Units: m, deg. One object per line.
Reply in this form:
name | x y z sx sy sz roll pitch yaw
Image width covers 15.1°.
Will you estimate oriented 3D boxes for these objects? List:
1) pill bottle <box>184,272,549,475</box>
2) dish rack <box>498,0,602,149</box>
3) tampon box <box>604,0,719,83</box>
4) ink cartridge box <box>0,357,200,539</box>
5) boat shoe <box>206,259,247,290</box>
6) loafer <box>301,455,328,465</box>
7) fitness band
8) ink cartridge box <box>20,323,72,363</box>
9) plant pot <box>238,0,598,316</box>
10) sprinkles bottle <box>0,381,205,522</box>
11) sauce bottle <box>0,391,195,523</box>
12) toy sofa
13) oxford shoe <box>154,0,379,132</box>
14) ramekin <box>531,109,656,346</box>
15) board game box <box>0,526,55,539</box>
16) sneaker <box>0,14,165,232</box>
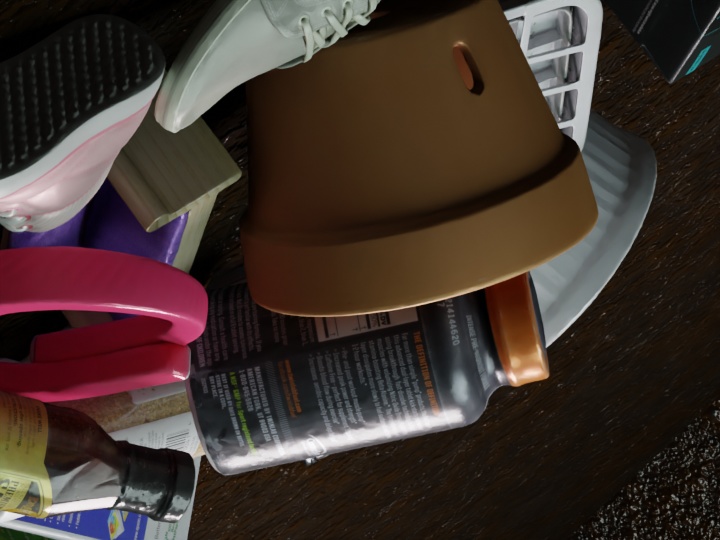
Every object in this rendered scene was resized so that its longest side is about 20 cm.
pill bottle | 0.005 0.046 1.539 0.199 0.107 0.106 -12 167 6
dish rack | 0.046 -0.100 1.653 0.199 0.044 0.172 -19 144 -17
tampon box | 0.242 -0.235 1.634 0.199 0.126 0.150 -31 166 -23
ink cartridge box | -0.179 0.113 1.640 0.037 0.095 0.199 -1 165 43
boat shoe | 0.000 0.001 1.632 0.200 0.070 0.072 -13 -150 1
loafer | -0.026 0.051 1.815 0.072 0.201 0.073 -10 129 2
fitness band | -0.173 0.028 1.446 0.199 0.038 0.143 -12 155 35
ink cartridge box | -0.171 0.092 1.792 0.200 0.083 0.147 -37 166 4
plant pot | 0.019 -0.075 1.490 0.199 0.141 0.200 -13 -165 4
sprinkles bottle | -0.151 0.094 1.598 0.199 0.068 0.068 -14 155 -45
sauce bottle | -0.186 0.099 1.474 0.199 0.066 0.066 14 141 -23
toy sofa | -0.140 -0.020 1.509 0.097 0.083 0.200 -31 165 -24
oxford shoe | -0.025 -0.139 1.381 0.200 0.058 0.075 -45 175 -14
ramekin | 0.095 -0.035 1.824 0.200 0.098 0.201 -45 -159 22
board game box | -0.222 0.168 1.669 0.199 0.096 0.030 28 112 -29
sneaker | -0.184 -0.050 1.320 0.200 0.075 0.105 -29 159 -44
